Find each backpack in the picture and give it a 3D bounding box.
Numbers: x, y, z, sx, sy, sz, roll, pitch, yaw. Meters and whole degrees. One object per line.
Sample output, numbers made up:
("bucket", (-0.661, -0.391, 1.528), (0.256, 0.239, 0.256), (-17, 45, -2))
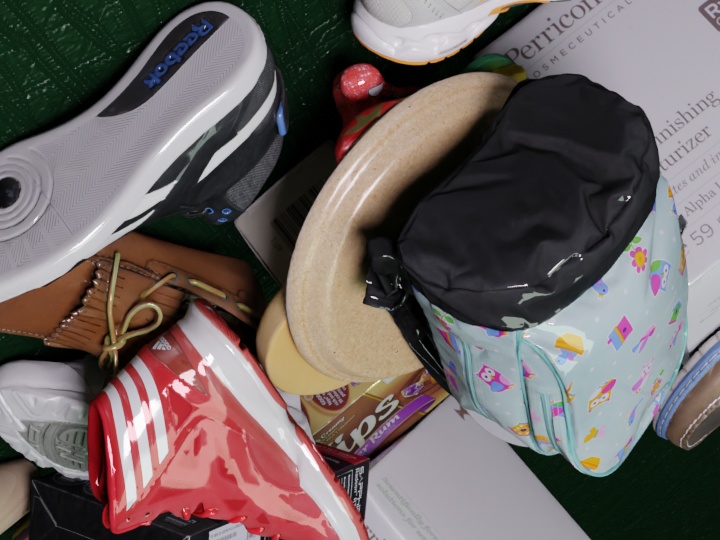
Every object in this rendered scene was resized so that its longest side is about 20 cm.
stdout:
("backpack", (0.099, 0.017, 0.853), (0.167, 0.126, 0.200), (-42, 146, -18))

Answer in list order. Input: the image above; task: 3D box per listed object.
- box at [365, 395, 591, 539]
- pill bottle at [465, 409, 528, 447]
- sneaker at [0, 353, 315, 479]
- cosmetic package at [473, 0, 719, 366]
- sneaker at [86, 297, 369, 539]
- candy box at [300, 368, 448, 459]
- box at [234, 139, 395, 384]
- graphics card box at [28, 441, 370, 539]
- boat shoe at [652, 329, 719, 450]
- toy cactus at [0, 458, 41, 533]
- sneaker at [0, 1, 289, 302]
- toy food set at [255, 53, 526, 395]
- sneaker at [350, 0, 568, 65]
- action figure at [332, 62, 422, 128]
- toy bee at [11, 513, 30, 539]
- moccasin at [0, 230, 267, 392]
("box", (0.052, 0.241, 1.259), (0.171, 0.199, 0.200), (-44, 174, 30))
("pill bottle", (0.142, 0.026, 1.117), (0.200, 0.111, 0.111), (-54, 170, -43))
("sneaker", (-0.127, 0.069, 0.963), (0.199, 0.100, 0.078), (10, 143, -26))
("cosmetic package", (0.201, -0.080, 1.001), (0.165, 0.200, 0.165), (-38, 156, -1))
("sneaker", (-0.081, 0.116, 0.886), (0.115, 0.078, 0.201), (-35, 121, -7))
("candy box", (0.006, 0.083, 1.180), (0.200, 0.057, 0.117), (-40, 155, 0))
("box", (0.000, 0.000, 1.021), (0.082, 0.068, 0.200), (-39, 155, 1))
("graphics card box", (-0.097, 0.145, 1.018), (0.200, 0.125, 0.051), (-15, 115, -56))
("boat shoe", (0.268, 0.050, 0.988), (0.200, 0.073, 0.072), (-44, 156, 13))
("toy cactus", (-0.249, 0.157, 0.939), (0.165, 0.102, 0.201), (-25, 144, -47))
("sneaker", (-0.113, -0.035, 0.807), (0.200, 0.073, 0.112), (-39, 153, -3))
("toy food set", (0.033, -0.022, 0.895), (0.197, 0.049, 0.201), (-20, 133, -36))
("sneaker", (0.084, -0.184, 0.831), (0.199, 0.076, 0.092), (-32, 149, -17))
("action figure", (0.024, -0.074, 0.941), (0.051, 0.066, 0.200), (-20, 159, 12))
("toy bee", (-0.173, 0.207, 1.119), (0.130, 0.109, 0.201), (-27, 127, -10))
("moccasin", (-0.125, 0.025, 0.878), (0.074, 0.078, 0.201), (-45, 147, 19))
